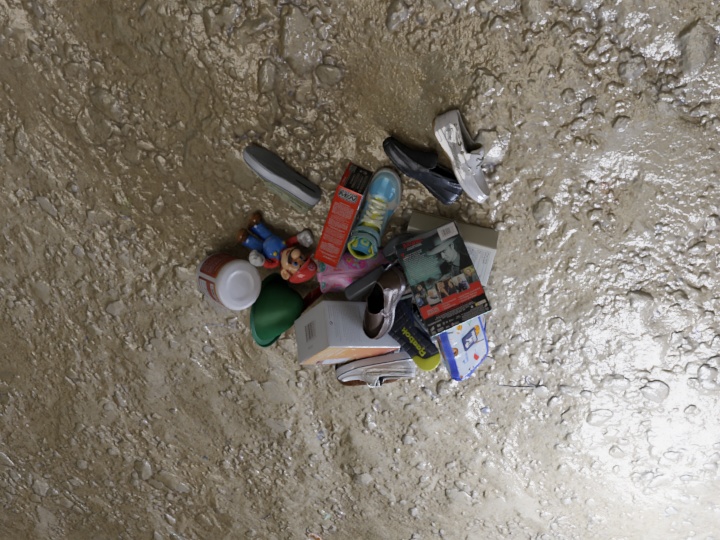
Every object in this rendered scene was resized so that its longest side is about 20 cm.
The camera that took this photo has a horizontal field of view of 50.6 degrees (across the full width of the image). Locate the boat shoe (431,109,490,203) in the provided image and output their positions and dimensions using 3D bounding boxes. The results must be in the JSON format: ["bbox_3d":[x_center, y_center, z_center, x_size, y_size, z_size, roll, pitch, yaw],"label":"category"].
[{"bbox_3d":[0.217,-0.227,1.521,0.068,0.071,0.202,-21,115,30],"label":"boat shoe"}]

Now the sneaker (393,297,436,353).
[{"bbox_3d":[0.132,0.105,1.796,0.103,0.075,0.205,0,121,-5],"label":"sneaker"}]

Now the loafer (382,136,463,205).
[{"bbox_3d":[0.132,-0.216,1.560,0.198,0.069,0.071,35,119,-16],"label":"loafer"}]

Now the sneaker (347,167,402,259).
[{"bbox_3d":[0.030,-0.108,1.623,0.078,0.132,0.203,19,128,3],"label":"sneaker"}]

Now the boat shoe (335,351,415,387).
[{"bbox_3d":[0.036,0.242,1.788,0.194,0.068,0.072,-12,162,11],"label":"boat shoe"}]

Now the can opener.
[{"bbox_3d":[0.043,-0.010,1.649,0.198,0.053,0.068,-33,78,25],"label":"can opener"}]

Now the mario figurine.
[{"bbox_3d":[-0.181,-0.054,1.732,0.198,0.106,0.125,34,98,4],"label":"mario figurine"}]

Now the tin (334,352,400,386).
[{"bbox_3d":[0.030,0.233,1.883,0.195,0.112,0.043,-8,114,20],"label":"tin"}]

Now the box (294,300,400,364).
[{"bbox_3d":[-0.031,0.146,1.758,0.195,0.109,0.152,4,157,-31],"label":"box"}]

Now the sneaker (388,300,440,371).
[{"bbox_3d":[0.106,0.139,1.716,0.073,0.082,0.202,-35,82,6],"label":"sneaker"}]

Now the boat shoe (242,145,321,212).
[{"bbox_3d":[-0.179,-0.194,1.662,0.198,0.073,0.062,35,125,-13],"label":"boat shoe"}]

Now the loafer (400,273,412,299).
[{"bbox_3d":[0.126,0.014,1.644,0.196,0.072,0.064,-17,100,23],"label":"loafer"}]

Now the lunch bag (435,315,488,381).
[{"bbox_3d":[0.214,0.117,1.688,0.121,0.202,0.173,-8,122,21],"label":"lunch bag"}]

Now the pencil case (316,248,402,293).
[{"bbox_3d":[0.000,0.000,1.727,0.194,0.088,0.089,-6,124,11],"label":"pencil case"}]

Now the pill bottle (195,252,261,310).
[{"bbox_3d":[-0.315,0.020,1.778,0.113,0.112,0.199,56,161,-25],"label":"pill bottle"}]

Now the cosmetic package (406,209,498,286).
[{"bbox_3d":[0.193,-0.050,1.654,0.194,0.074,0.106,15,128,5],"label":"cosmetic package"}]

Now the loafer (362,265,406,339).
[{"bbox_3d":[0.034,0.074,1.621,0.073,0.070,0.203,47,139,30],"label":"loafer"}]

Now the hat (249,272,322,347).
[{"bbox_3d":[-0.143,0.097,1.781,0.172,0.165,0.206,11,98,27],"label":"hat"}]

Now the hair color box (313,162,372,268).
[{"bbox_3d":[-0.038,-0.118,1.655,0.060,0.102,0.203,22,127,0],"label":"hair color box"}]

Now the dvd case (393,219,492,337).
[{"bbox_3d":[0.169,0.016,1.572,0.143,0.022,0.205,-22,85,-6],"label":"dvd case"}]
